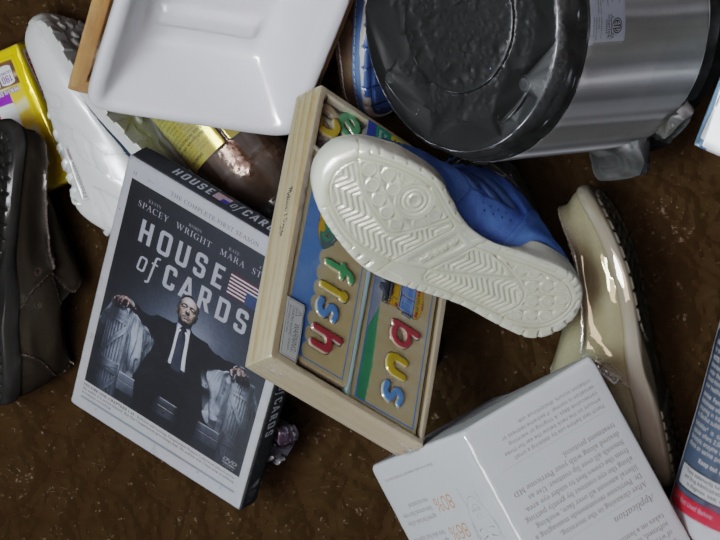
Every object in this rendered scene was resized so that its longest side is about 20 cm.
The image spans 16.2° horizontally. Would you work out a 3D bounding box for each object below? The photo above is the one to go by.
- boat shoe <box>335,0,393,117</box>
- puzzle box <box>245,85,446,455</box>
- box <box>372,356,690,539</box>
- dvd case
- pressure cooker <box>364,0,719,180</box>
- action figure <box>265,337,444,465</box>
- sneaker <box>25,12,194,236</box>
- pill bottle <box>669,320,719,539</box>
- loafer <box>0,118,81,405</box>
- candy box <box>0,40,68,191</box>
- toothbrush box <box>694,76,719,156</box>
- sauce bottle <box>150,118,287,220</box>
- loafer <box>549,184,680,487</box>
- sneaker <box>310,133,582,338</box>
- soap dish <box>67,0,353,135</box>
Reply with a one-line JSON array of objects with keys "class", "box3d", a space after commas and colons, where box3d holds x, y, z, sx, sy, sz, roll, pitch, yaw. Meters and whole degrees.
[{"class": "boat shoe", "box3d": [0.001, -0.201, 1.631, 0.072, 0.072, 0.200, 13, 108, 35]}, {"class": "puzzle box", "box3d": [0.000, 0.000, 1.572, 0.025, 0.133, 0.200, -22, 48, 42]}, {"class": "box", "box3d": [0.120, 0.176, 1.583, 0.106, 0.152, 0.200, -28, 90, -25]}, {"class": "dvd case", "box3d": [-0.109, 0.039, 1.654, 0.150, 0.025, 0.200, 30, 124, 22]}, {"class": "pressure cooker", "box3d": [0.125, -0.153, 1.534, 0.179, 0.200, 0.176, 46, 127, 31]}, {"class": "action figure", "box3d": [-0.049, 0.056, 1.676, 0.200, 0.069, 0.130, -19, 103, 24]}, {"class": "sneaker", "box3d": [-0.172, -0.081, 1.696, 0.080, 0.076, 0.200, -37, 85, 28]}, {"class": "pill bottle", "box3d": [0.269, 0.075, 1.555, 0.119, 0.120, 0.200, 17, 102, 14]}, {"class": "loafer", "box3d": [-0.228, -0.010, 1.719, 0.073, 0.071, 0.200, 31, 124, 47]}, {"class": "candy box", "box3d": [-0.298, -0.075, 1.756, 0.200, 0.026, 0.102, -22, 94, 18]}, {"class": "toothbrush box", "box3d": [0.291, -0.091, 1.484, 0.146, 0.200, 0.085, 23, 102, 14]}, {"class": "sauce bottle", "box3d": [-0.090, -0.087, 1.671, 0.065, 0.065, 0.200, -39, 85, 18]}, {"class": "loafer", "box3d": [0.152, 0.046, 1.610, 0.068, 0.076, 0.200, -13, 94, 12]}, {"class": "sneaker", "box3d": [0.043, -0.040, 1.549, 0.200, 0.111, 0.077, 27, 111, -27]}, {"class": "soap dish", "box3d": [-0.086, -0.178, 1.570, 0.157, 0.081, 0.200, 8, 140, -14]}]
